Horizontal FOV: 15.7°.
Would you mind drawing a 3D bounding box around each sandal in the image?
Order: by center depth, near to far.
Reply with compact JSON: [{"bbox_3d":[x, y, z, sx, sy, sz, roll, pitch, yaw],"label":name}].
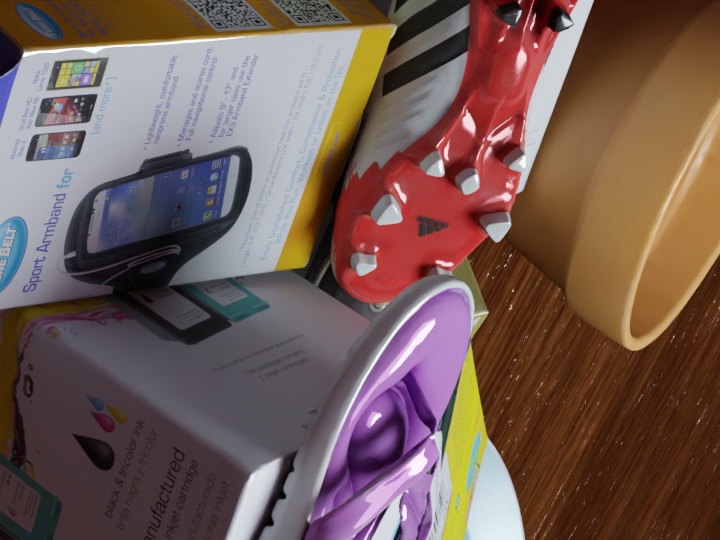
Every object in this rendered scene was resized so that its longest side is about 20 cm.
[{"bbox_3d":[0.002,0.097,0.973,0.082,0.050,0.203,0,119,-63],"label":"sandal"}]

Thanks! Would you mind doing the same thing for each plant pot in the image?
[{"bbox_3d":[0.136,-0.075,1.427,0.200,0.140,0.200,-53,161,-28],"label":"plant pot"}]

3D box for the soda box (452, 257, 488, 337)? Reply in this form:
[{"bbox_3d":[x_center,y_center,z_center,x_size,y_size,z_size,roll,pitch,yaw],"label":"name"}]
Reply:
[{"bbox_3d":[0.000,0.038,1.300,0.068,0.064,0.200,-14,160,-18],"label":"soda box"}]

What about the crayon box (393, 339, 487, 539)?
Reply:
[{"bbox_3d":[0.020,0.113,1.223,0.200,0.051,0.127,75,27,-69],"label":"crayon box"}]

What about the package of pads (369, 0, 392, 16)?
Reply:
[{"bbox_3d":[-0.033,-0.148,1.033,0.200,0.068,0.155,-10,129,-40],"label":"package of pads"}]

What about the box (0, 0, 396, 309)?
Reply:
[{"bbox_3d":[-0.088,-0.048,0.983,0.200,0.041,0.119,-6,130,-39],"label":"box"}]

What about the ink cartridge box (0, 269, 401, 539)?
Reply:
[{"bbox_3d":[-0.098,0.068,1.059,0.146,0.200,0.147,-22,138,-53],"label":"ink cartridge box"}]

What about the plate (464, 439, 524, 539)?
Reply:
[{"bbox_3d":[0.025,0.172,1.345,0.200,0.026,0.201,-5,96,-54],"label":"plate"}]

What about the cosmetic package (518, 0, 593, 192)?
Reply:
[{"bbox_3d":[0.055,-0.127,1.290,0.113,0.081,0.200,-25,139,-54],"label":"cosmetic package"}]

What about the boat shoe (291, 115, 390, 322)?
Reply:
[{"bbox_3d":[0.000,0.000,1.123,0.200,0.073,0.074,-53,153,22],"label":"boat shoe"}]

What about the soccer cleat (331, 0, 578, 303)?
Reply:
[{"bbox_3d":[0.036,-0.078,1.042,0.068,0.085,0.200,7,122,-25],"label":"soccer cleat"}]
